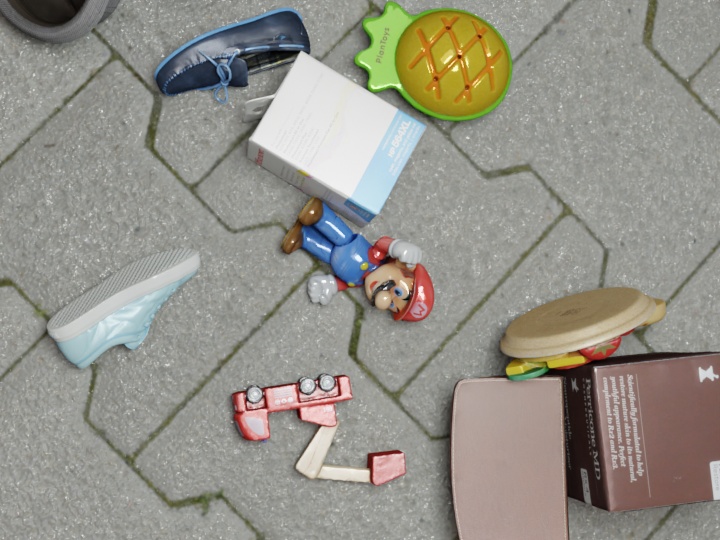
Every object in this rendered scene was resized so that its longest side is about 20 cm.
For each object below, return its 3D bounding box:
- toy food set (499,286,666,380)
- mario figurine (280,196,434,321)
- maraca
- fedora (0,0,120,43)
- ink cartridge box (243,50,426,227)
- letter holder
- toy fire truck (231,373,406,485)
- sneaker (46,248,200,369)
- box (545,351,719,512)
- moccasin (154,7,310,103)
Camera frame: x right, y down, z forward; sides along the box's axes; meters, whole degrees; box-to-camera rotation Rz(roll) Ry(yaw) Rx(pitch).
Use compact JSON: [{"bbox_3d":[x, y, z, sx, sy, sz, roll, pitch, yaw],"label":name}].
[{"bbox_3d":[0.259,0.071,1.307,0.196,0.200,0.049,-13,101,29],"label":"toy food set"},{"bbox_3d":[0.000,0.000,1.319,0.199,0.123,0.107,32,73,-1],"label":"mario figurine"},{"bbox_3d":[0.092,-0.261,1.354,0.197,0.107,0.139,13,85,-6],"label":"maraca"},{"bbox_3d":[-0.355,-0.365,1.296,0.200,0.090,0.178,41,111,14],"label":"fedora"},{"bbox_3d":[-0.043,-0.162,1.318,0.199,0.129,0.126,31,82,-5],"label":"ink cartridge box"},{"bbox_3d":[0.171,0.231,1.333,0.140,0.101,0.203,-1,86,-6],"label":"letter holder"},{"bbox_3d":[-0.051,0.200,1.330,0.197,0.049,0.143,-8,87,-8],"label":"toy fire truck"},{"bbox_3d":[-0.273,0.046,1.313,0.199,0.074,0.083,-30,120,-13],"label":"sneaker"},{"bbox_3d":[0.330,0.187,1.306,0.162,0.200,0.168,-5,86,-7],"label":"box"},{"bbox_3d":[-0.153,-0.258,1.333,0.198,0.081,0.069,-27,78,-7],"label":"moccasin"}]
